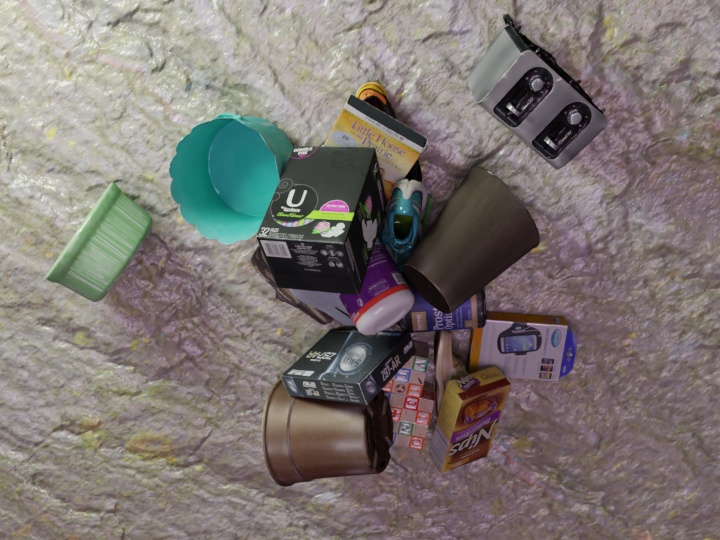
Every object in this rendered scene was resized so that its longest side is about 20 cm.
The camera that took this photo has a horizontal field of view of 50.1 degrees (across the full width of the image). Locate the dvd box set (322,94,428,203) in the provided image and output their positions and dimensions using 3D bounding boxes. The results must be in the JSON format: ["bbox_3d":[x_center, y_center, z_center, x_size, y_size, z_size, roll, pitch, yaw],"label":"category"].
[{"bbox_3d":[0.004,-0.178,1.269,0.144,0.030,0.201,28,139,-8],"label":"dvd box set"}]

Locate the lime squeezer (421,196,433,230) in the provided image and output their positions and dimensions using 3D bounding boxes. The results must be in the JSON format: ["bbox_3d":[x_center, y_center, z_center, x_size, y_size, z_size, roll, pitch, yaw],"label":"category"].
[{"bbox_3d":[0.075,-0.046,1.387,0.199,0.038,0.071,-41,101,18],"label":"lime squeezer"}]

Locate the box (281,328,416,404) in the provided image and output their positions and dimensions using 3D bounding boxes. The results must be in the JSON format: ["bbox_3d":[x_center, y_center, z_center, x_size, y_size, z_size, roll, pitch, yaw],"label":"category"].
[{"bbox_3d":[-0.022,0.167,1.374,0.197,0.160,0.044,-2,118,43],"label":"box"}]

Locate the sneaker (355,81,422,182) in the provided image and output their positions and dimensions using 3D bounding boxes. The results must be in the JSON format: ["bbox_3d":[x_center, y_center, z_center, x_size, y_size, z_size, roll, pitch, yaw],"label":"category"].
[{"bbox_3d":[0.044,-0.213,1.290,0.069,0.090,0.203,-22,109,13],"label":"sneaker"}]

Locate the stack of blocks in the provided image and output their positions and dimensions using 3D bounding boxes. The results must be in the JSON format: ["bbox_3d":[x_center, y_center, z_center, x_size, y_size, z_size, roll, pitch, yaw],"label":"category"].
[{"bbox_3d":[0.086,0.239,1.494,0.113,0.059,0.204,10,113,0],"label":"stack of blocks"}]

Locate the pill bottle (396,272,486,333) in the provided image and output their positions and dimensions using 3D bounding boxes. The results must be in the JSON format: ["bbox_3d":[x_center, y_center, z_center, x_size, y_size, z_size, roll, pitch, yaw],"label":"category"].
[{"bbox_3d":[0.124,0.053,1.385,0.195,0.112,0.114,-5,113,6],"label":"pill bottle"}]

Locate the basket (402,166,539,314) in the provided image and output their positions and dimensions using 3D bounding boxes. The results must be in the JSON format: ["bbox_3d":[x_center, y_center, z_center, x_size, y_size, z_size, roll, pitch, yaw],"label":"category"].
[{"bbox_3d":[0.177,-0.037,1.285,0.200,0.136,0.181,-45,111,-12],"label":"basket"}]

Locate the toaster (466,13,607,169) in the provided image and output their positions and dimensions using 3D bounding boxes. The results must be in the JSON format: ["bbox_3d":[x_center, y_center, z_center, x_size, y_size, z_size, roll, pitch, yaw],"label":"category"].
[{"bbox_3d":[0.269,-0.278,1.203,0.180,0.201,0.119,35,114,-19],"label":"toaster"}]

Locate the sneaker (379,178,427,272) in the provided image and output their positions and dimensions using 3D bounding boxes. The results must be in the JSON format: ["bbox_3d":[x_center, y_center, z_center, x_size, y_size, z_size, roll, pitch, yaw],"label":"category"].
[{"bbox_3d":[0.065,-0.063,1.294,0.076,0.081,0.202,9,142,6],"label":"sneaker"}]

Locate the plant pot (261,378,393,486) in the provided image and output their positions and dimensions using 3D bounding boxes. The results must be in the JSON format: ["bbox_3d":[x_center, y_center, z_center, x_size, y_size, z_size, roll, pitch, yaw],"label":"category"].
[{"bbox_3d":[-0.051,0.298,1.430,0.194,0.201,0.204,-5,113,21],"label":"plant pot"}]

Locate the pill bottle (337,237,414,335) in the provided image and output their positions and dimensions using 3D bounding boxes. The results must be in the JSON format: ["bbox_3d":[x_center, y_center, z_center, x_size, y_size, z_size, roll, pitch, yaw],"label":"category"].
[{"bbox_3d":[0.000,0.000,1.310,0.112,0.112,0.202,-39,70,18],"label":"pill bottle"}]

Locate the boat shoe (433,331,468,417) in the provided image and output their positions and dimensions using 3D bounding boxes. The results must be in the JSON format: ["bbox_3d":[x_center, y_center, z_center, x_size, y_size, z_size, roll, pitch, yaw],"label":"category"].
[{"bbox_3d":[0.172,0.193,1.463,0.063,0.073,0.204,-2,118,5],"label":"boat shoe"}]

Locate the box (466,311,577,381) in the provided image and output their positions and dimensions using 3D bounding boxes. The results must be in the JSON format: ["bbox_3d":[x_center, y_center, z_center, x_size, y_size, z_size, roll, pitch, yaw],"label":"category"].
[{"bbox_3d":[0.304,0.143,1.450,0.195,0.042,0.121,4,113,0],"label":"box"}]

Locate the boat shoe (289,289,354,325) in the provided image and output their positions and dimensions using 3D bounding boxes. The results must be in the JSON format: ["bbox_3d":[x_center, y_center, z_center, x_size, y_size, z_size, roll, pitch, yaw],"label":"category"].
[{"bbox_3d":[-0.065,0.030,1.384,0.071,0.063,0.199,-31,130,24],"label":"boat shoe"}]

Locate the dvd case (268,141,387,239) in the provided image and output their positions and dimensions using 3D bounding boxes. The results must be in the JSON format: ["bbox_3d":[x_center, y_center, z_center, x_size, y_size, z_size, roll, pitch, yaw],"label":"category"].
[{"bbox_3d":[-0.049,-0.117,1.374,0.149,0.025,0.202,-30,108,15],"label":"dvd case"}]

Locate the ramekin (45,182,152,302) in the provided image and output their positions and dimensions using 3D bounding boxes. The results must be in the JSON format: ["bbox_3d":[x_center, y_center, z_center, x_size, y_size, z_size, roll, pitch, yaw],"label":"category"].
[{"bbox_3d":[-0.450,-0.044,1.345,0.097,0.201,0.200,36,111,-19],"label":"ramekin"}]

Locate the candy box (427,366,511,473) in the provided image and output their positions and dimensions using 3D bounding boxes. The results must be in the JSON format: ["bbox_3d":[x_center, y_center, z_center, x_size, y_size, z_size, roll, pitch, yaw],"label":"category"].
[{"bbox_3d":[0.204,0.284,1.457,0.115,0.057,0.203,-13,133,-26],"label":"candy box"}]

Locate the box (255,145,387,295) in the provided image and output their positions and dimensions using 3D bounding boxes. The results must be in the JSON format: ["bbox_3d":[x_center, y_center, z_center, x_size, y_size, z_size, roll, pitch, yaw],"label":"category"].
[{"bbox_3d":[-0.055,-0.083,1.215,0.145,0.203,0.125,5,142,18],"label":"box"}]

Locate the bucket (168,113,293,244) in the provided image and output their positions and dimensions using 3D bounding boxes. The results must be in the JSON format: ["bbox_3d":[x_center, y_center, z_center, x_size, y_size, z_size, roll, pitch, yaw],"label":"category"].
[{"bbox_3d":[-0.206,-0.161,1.291,0.203,0.135,0.212,4,107,13],"label":"bucket"}]

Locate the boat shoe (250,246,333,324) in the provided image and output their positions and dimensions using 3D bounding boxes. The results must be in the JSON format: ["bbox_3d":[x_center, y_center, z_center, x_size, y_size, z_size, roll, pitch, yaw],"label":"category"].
[{"bbox_3d":[-0.123,0.023,1.422,0.073,0.075,0.201,-22,116,40],"label":"boat shoe"}]
